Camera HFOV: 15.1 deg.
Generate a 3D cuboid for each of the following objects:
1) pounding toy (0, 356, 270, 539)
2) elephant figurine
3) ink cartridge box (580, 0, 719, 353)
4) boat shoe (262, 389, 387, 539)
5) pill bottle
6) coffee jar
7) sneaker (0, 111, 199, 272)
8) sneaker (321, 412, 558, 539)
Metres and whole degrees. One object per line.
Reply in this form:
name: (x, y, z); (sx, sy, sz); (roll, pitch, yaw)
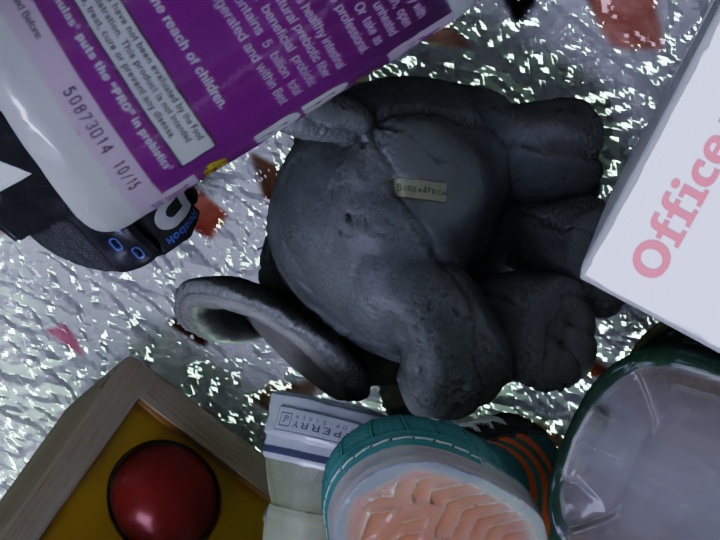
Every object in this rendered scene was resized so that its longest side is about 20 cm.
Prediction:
pounding toy: (-0.066, 0.151, 1.202); (0.200, 0.184, 0.142); (37, 155, -7)
elephant figurine: (0.000, 0.000, 1.037); (0.200, 0.141, 0.155); (-12, 97, 59)
ink cartridge box: (0.191, -0.022, 0.873); (0.200, 0.084, 0.145); (28, 115, 5)
boat shoe: (-0.004, 0.087, 1.074); (0.072, 0.062, 0.200); (15, 175, 17)
pill bottle: (-0.029, -0.108, 0.875); (0.200, 0.112, 0.112); (-32, 118, 2)
coffee jar: (0.131, 0.068, 0.969); (0.104, 0.200, 0.085); (24, 97, 8)
sneaker: (-0.087, -0.058, 1.074); (0.112, 0.073, 0.200); (47, 147, -23)
sneaker: (0.034, 0.084, 0.950); (0.071, 0.080, 0.200); (-31, 147, 11)
